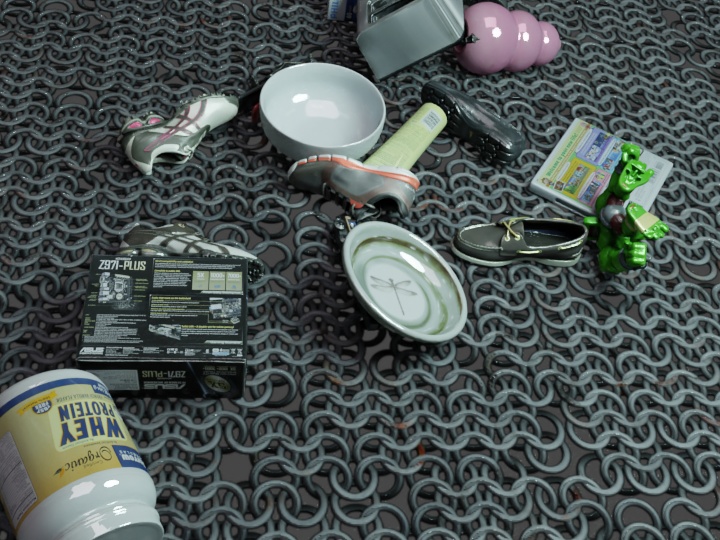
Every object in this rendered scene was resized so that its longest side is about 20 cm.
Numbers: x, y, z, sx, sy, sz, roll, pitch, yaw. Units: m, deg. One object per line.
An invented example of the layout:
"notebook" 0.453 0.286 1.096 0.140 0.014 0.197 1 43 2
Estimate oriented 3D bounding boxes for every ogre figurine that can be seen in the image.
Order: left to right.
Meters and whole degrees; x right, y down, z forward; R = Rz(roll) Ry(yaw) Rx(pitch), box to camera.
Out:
"ogre figurine" 0.382 -0.077 1.284 0.098 0.120 0.200 -8 65 -16

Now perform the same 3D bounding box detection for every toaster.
"toaster" 0.086 -0.447 1.507 0.200 0.119 0.181 -21 47 24

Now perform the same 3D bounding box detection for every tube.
"tube" 0.065 -0.191 1.395 0.058 0.052 0.200 -2 40 49

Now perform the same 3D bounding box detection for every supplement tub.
"supplement tub" -0.304 0.220 0.925 0.144 0.145 0.200 -22 57 -25

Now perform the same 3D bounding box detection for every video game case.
"video game case" 0.395 -0.154 1.431 0.182 0.022 0.200 29 53 14

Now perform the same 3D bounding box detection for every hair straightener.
"hair straightener" -0.148 -0.319 1.465 0.077 0.041 0.200 30 52 15

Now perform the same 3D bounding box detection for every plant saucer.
"plant saucer" 0.052 0.024 1.183 0.200 0.050 0.200 24 39 -21

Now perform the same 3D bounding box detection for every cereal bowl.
"cereal bowl" -0.063 -0.234 1.381 0.199 0.083 0.200 5 49 -6

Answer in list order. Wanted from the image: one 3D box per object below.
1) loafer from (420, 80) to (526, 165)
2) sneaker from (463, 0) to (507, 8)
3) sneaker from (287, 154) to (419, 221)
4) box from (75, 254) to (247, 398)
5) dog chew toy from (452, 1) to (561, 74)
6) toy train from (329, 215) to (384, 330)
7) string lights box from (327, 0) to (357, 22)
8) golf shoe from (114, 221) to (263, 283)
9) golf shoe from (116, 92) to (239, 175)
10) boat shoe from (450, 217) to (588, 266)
"loafer" 0.186 -0.249 1.449 0.200 0.068 0.070 40 47 16
"sneaker" 0.208 -0.568 1.718 0.199 0.060 0.104 22 55 14
"sneaker" -0.016 -0.117 1.301 0.199 0.077 0.082 6 71 10
"box" -0.242 0.069 1.098 0.199 0.086 0.164 1 51 -9
"dog chew toy" 0.267 -0.411 1.564 0.199 0.125 0.125 -1 50 -20
"toy train" 0.000 0.000 1.229 0.046 0.034 0.200 0 51 -26
"string lights box" 0.042 -0.513 1.617 0.199 0.103 0.059 3 51 -6
"golf shoe" -0.229 -0.029 1.189 0.199 0.078 0.095 6 50 -6
"golf shoe" -0.270 -0.209 1.347 0.200 0.077 0.088 -25 78 -24
"boat shoe" 0.234 -0.049 1.291 0.201 0.061 0.072 1 51 -8
